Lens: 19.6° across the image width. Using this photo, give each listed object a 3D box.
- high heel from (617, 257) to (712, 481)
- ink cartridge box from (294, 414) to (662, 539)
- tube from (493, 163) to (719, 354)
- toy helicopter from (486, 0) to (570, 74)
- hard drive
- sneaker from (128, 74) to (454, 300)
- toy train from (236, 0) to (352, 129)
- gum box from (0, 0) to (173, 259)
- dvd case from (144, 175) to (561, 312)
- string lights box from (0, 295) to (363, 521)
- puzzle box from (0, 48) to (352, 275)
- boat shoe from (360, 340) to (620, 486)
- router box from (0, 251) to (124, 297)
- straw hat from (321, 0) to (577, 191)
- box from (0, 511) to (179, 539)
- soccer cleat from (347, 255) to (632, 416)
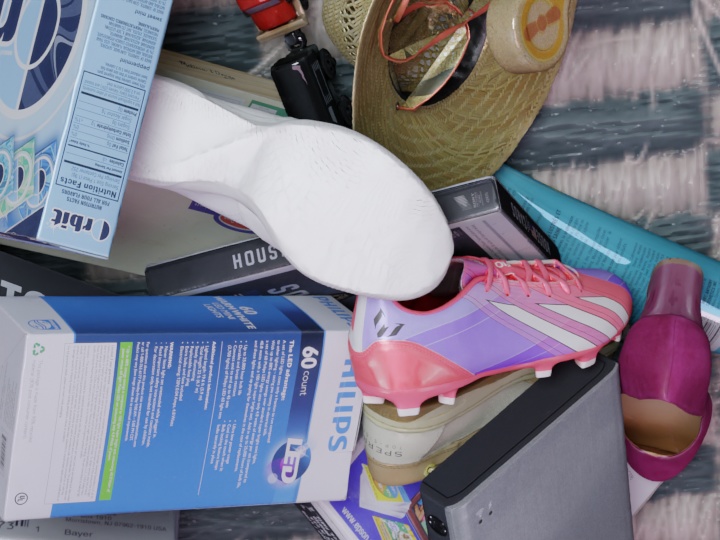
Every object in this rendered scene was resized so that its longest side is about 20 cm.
[{"bbox_3d":[0.171,0.089,1.217,0.067,0.096,0.200,5,141,13],"label":"high heel"},{"bbox_3d":[0.075,0.130,1.267,0.200,0.043,0.198,-47,118,-22],"label":"ink cartridge box"},{"bbox_3d":[0.139,-0.005,1.228,0.199,0.050,0.078,21,108,-9],"label":"tube"},{"bbox_3d":[0.114,-0.182,1.057,0.079,0.201,0.132,4,153,41],"label":"toy helicopter"},{"bbox_3d":[0.101,0.158,1.202,0.139,0.033,0.200,-38,138,-28],"label":"hard drive"},{"bbox_3d":[-0.041,-0.047,1.070,0.200,0.088,0.075,26,91,7],"label":"sneaker"},{"bbox_3d":[-0.054,-0.155,1.108,0.034,0.046,0.201,-17,106,23],"label":"toy train"},{"bbox_3d":[-0.158,-0.114,1.036,0.044,0.170,0.201,16,86,-37],"label":"gum box"},{"bbox_3d":[0.000,0.000,1.161,0.199,0.025,0.150,-15,163,15],"label":"dvd case"},{"bbox_3d":[-0.097,0.070,1.097,0.199,0.059,0.103,1,109,-30],"label":"string lights box"},{"bbox_3d":[-0.108,-0.056,1.158,0.200,0.025,0.133,14,121,-35],"label":"puzzle box"},{"bbox_3d":[0.072,0.069,1.199,0.200,0.074,0.067,-16,125,-40],"label":"boat shoe"},{"bbox_3d":[-0.215,0.046,1.147,0.200,0.052,0.157,22,147,-34],"label":"router box"},{"bbox_3d":[0.028,-0.136,1.117,0.085,0.201,0.202,27,126,31],"label":"straw hat"},{"bbox_3d":[-0.213,0.218,1.312,0.183,0.105,0.201,7,119,-7],"label":"box"},{"bbox_3d":[0.076,0.020,1.126,0.200,0.067,0.077,-17,113,-37],"label":"soccer cleat"}]
